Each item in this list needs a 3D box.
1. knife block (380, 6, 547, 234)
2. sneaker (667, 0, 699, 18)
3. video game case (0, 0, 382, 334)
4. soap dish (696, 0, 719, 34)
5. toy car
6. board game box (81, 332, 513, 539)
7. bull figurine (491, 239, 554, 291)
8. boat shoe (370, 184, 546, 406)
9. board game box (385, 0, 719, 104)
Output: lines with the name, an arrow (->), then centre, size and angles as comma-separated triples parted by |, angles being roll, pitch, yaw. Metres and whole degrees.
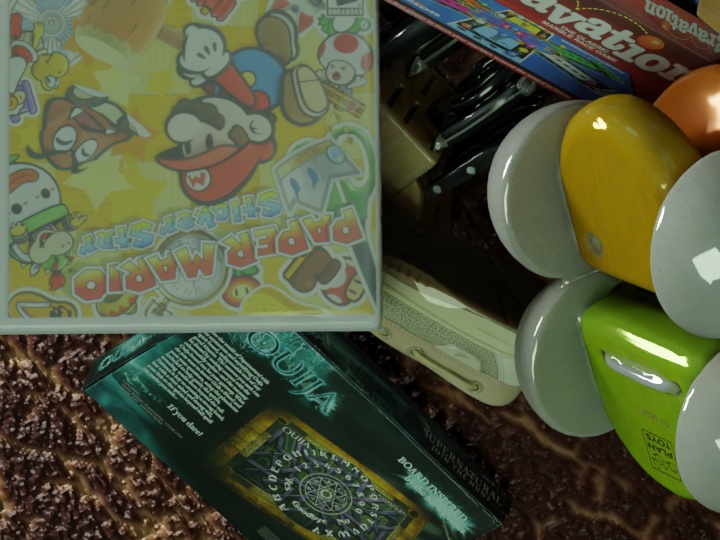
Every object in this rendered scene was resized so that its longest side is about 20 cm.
knife block -> -0.006, -0.085, 1.441 | 0.200, 0.064, 0.176 | 10, 122, 15
sneaker -> 0.130, -0.146, 1.343 | 0.199, 0.071, 0.083 | 22, 166, -18
video game case -> -0.090, -0.062, 1.354 | 0.200, 0.023, 0.182 | -1, 84, 0
soap dish -> 0.253, -0.116, 1.277 | 0.200, 0.157, 0.081 | 38, 142, -5
toy car -> 0.161, 0.002, 1.314 | 0.175, 0.150, 0.200 | 24, 131, 52
board game box -> -0.033, 0.092, 1.559 | 0.135, 0.028, 0.200 | -31, 115, 34
bull figurine -> 0.162, -0.007, 1.423 | 0.200, 0.065, 0.121 | -21, 105, 29
boat shoe -> 0.000, 0.000, 1.410 | 0.200, 0.072, 0.065 | 29, 125, -5
board game box -> 0.081, -0.119, 1.325 | 0.200, 0.019, 0.103 | 26, 157, -21
